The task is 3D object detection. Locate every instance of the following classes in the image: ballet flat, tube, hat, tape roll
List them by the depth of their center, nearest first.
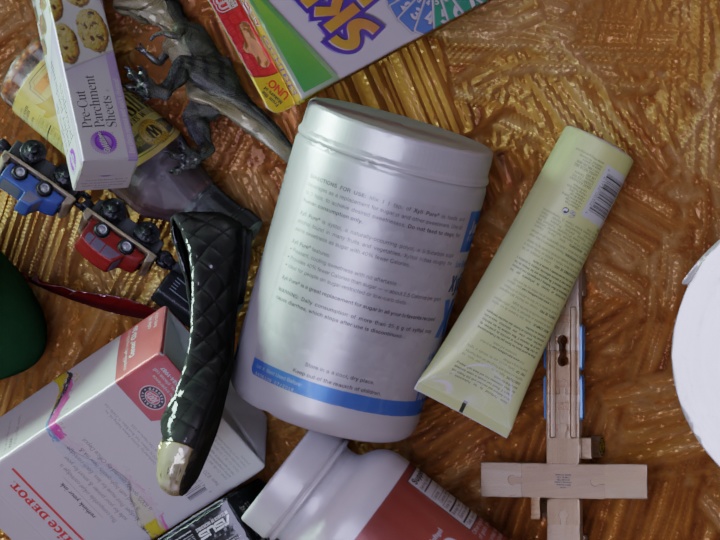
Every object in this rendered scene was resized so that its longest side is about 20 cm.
[{"bbox_3d":[0.300,0.050,1.593,0.202,0.071,0.203,1,96,15],"label":"tape roll"},{"bbox_3d":[-0.110,0.054,1.618,0.057,0.066,0.200,10,61,-3],"label":"ballet flat"},{"bbox_3d":[0.109,0.004,1.628,0.058,0.052,0.200,26,88,18],"label":"tube"},{"bbox_3d":[-0.237,0.042,1.762,0.200,0.176,0.166,35,104,50],"label":"hat"}]

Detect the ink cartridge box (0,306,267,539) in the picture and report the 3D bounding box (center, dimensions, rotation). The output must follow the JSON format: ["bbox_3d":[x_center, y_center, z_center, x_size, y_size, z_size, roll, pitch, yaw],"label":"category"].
[{"bbox_3d":[-0.176,0.129,1.704,0.200,0.068,0.117,-33,115,16],"label":"ink cartridge box"}]

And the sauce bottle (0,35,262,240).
[{"bbox_3d":[-0.154,-0.081,1.707,0.200,0.066,0.066,38,103,7],"label":"sauce bottle"}]

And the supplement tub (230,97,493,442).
[{"bbox_3d":[0.000,0.000,1.637,0.132,0.132,0.200,19,100,13],"label":"supplement tub"}]

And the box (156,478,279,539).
[{"bbox_3d":[-0.115,0.265,1.713,0.200,0.086,0.164,-34,86,15],"label":"box"}]

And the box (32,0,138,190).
[{"bbox_3d":[-0.189,-0.148,1.673,0.041,0.039,0.200,-4,61,-20],"label":"box"}]

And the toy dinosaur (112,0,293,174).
[{"bbox_3d":[-0.108,-0.115,1.680,0.200,0.088,0.047,49,138,6],"label":"toy dinosaur"}]

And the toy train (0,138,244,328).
[{"bbox_3d":[-0.168,-0.021,1.693,0.200,0.034,0.046,36,68,-2],"label":"toy train"}]

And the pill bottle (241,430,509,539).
[{"bbox_3d":[0.025,0.191,1.645,0.200,0.112,0.112,37,103,1],"label":"pill bottle"}]

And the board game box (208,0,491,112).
[{"bbox_3d":[0.007,-0.187,1.625,0.200,0.030,0.096,-29,90,-11],"label":"board game box"}]

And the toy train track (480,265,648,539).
[{"bbox_3d":[0.139,0.096,1.663,0.114,0.033,0.201,-1,89,22],"label":"toy train track"}]
